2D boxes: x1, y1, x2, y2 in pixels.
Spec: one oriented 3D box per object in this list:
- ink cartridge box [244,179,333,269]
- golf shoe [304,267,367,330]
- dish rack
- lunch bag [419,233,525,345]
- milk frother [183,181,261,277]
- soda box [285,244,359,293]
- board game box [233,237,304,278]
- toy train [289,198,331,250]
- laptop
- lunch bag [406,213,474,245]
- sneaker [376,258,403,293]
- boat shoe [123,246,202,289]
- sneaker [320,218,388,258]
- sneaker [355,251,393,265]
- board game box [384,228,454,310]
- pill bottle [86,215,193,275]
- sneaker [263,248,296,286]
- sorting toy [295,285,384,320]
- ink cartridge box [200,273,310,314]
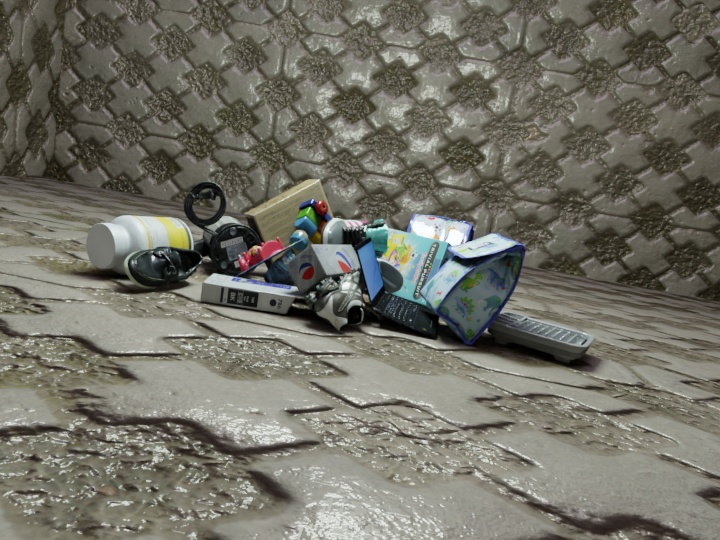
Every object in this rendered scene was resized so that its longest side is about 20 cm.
[{"bbox_3d":[-0.162,-0.106,1.409,0.197,0.170,0.074,-31,23,-25],"label":"ink cartridge box"},{"bbox_3d":[-0.024,0.058,1.049,0.095,0.078,0.199,48,27,9],"label":"golf shoe"},{"bbox_3d":[0.346,0.129,1.118,0.194,0.045,0.170,14,8,29],"label":"dish rack"},{"bbox_3d":[0.220,0.016,1.104,0.127,0.200,0.170,43,4,-10],"label":"lunch bag"},{"bbox_3d":[-0.330,-0.103,1.342,0.174,0.208,0.187,2,9,-24],"label":"milk frother"},{"bbox_3d":[-0.062,-0.005,1.105,0.067,0.065,0.199,-33,-10,18],"label":"soda box"},{"bbox_3d":[-0.207,-0.035,1.179,0.196,0.040,0.158,-29,4,15],"label":"board game box"},{"bbox_3d":[-0.080,-0.059,1.355,0.083,0.118,0.200,-12,-47,44],"label":"toy train"},{"bbox_3d":[0.077,0.027,1.126,0.194,0.107,0.177,22,13,7],"label":"laptop"},{"bbox_3d":[0.190,-0.033,1.452,0.164,0.208,0.124,11,-8,18],"label":"lunch bag"},{"bbox_3d":[0.000,0.000,1.257,0.193,0.073,0.080,13,6,-4],"label":"sneaker"},{"bbox_3d":[-0.357,-0.012,1.070,0.064,0.077,0.199,-25,-9,13],"label":"boat shoe"},{"bbox_3d":[0.001,-0.069,1.251,0.117,0.087,0.199,7,12,24],"label":"sneaker"},{"bbox_3d":[0.025,-0.015,1.368,0.075,0.079,0.203,3,39,-20],"label":"sneaker"},{"bbox_3d":[0.115,-0.007,1.369,0.196,0.156,0.046,16,-9,42],"label":"board game box"},{"bbox_3d":[-0.435,-0.050,1.141,0.109,0.117,0.198,13,8,24],"label":"pill bottle"},{"bbox_3d":[-0.167,0.006,1.218,0.085,0.079,0.200,-32,-5,-9],"label":"sneaker"},{"bbox_3d":[-0.020,0.060,1.207,0.194,0.038,0.184,18,10,18],"label":"sorting toy"},{"bbox_3d":[-0.188,0.045,1.061,0.192,0.041,0.100,8,8,-4],"label":"ink cartridge box"}]
